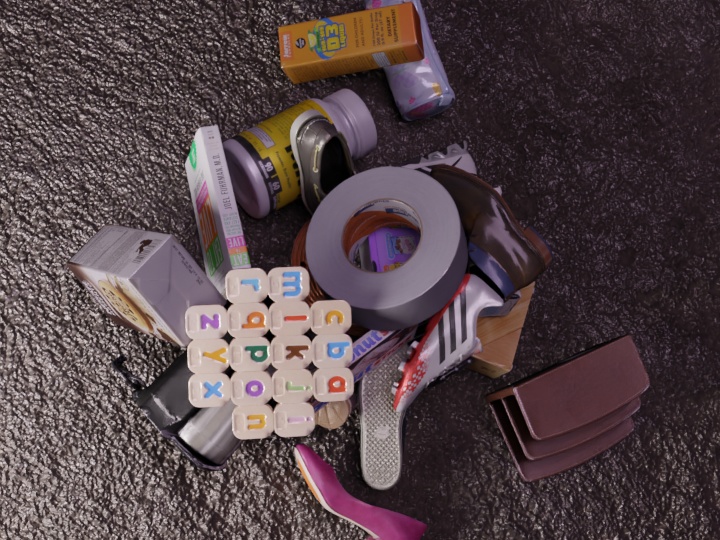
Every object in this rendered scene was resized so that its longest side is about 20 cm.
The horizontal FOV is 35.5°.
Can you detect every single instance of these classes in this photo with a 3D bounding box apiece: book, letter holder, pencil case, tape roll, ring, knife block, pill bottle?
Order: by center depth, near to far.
[{"bbox_3d":[0.033,-0.028,1.410,0.198,0.066,0.202,-7,60,12],"label":"tape roll"},{"bbox_3d":[-0.183,-0.071,1.469,0.048,0.134,0.202,-11,78,-18],"label":"book"},{"bbox_3d":[-0.083,-0.164,1.534,0.199,0.114,0.115,-31,85,-21],"label":"pill bottle"},{"bbox_3d":[0.000,0.000,1.550,0.198,0.019,0.202,6,63,-13],"label":"ring"},{"bbox_3d":[0.299,0.195,1.552,0.198,0.101,0.143,-21,83,-20],"label":"letter holder"},{"bbox_3d":[0.134,0.071,1.557,0.174,0.064,0.202,23,71,-9],"label":"knife block"},{"bbox_3d":[0.073,-0.321,1.635,0.083,0.090,0.202,-1,73,-59],"label":"pencil case"}]

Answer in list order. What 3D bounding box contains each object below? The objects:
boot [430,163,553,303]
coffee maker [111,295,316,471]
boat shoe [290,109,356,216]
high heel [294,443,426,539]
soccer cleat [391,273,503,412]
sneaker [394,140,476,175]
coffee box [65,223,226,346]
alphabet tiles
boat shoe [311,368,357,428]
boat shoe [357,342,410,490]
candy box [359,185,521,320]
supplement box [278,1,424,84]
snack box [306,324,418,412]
[{"bbox_3d":[0.150,-0.049,1.456,0.200,0.075,0.097,41,62,7],"label":"boot"},{"bbox_3d":[-0.176,0.114,1.385,0.192,0.135,0.200,41,94,-11],"label":"coffee maker"},{"bbox_3d":[-0.039,-0.118,1.473,0.072,0.203,0.060,-37,51,-17],"label":"boat shoe"},{"bbox_3d":[-0.001,0.288,1.452,0.096,0.067,0.201,-36,92,-12],"label":"high heel"},{"bbox_3d":[0.108,0.100,1.427,0.085,0.069,0.201,29,92,4],"label":"soccer cleat"},{"bbox_3d":[0.087,-0.113,1.589,0.198,0.074,0.089,-23,84,-23],"label":"sneaker"},{"bbox_3d":[-0.265,0.015,1.372,0.080,0.199,0.113,-47,119,-21],"label":"coffee box"},{"bbox_3d":[-0.106,0.096,1.316,0.193,0.015,0.202,-3,97,-6],"label":"alphabet tiles"},{"bbox_3d":[-0.090,0.133,1.477,0.199,0.065,0.072,33,107,14],"label":"boat shoe"},{"bbox_3d":[0.031,0.186,1.486,0.074,0.062,0.202,4,84,-3],"label":"boat shoe"},{"bbox_3d":[0.102,-0.022,1.516,0.198,0.072,0.169,-2,66,-11],"label":"candy box"},{"bbox_3d":[-0.014,-0.319,1.578,0.198,0.069,0.067,-9,79,13],"label":"supplement box"},{"bbox_3d":[-0.004,0.113,1.413,0.199,0.072,0.024,-35,69,-27],"label":"snack box"}]
